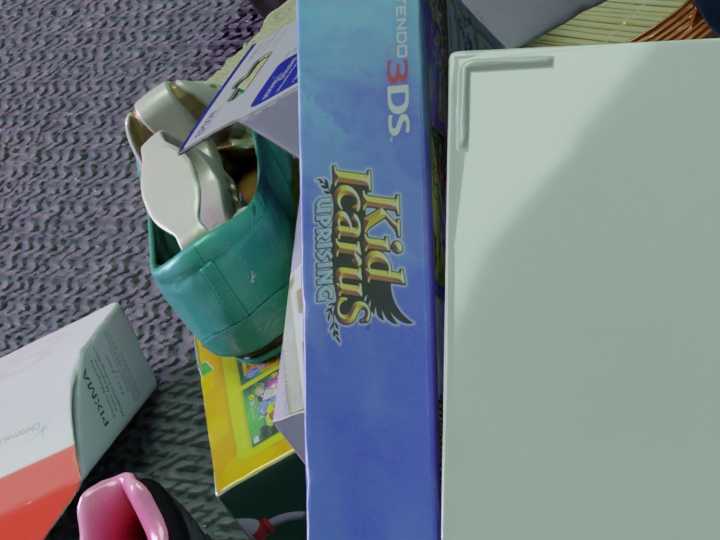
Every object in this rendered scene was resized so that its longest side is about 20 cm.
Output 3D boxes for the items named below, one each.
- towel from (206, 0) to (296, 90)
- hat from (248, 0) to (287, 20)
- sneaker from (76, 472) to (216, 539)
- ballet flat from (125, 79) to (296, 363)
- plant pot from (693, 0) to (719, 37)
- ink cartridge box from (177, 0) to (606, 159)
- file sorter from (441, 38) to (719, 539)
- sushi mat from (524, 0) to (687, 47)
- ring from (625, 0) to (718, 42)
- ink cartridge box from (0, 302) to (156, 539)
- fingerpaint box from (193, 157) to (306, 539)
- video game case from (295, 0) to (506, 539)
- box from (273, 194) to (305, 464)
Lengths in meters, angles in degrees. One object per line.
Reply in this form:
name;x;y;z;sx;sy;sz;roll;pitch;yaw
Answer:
towel;-0.008;-0.092;1.298;0.200;0.036;0.149;-40;28;22
hat;-0.019;-0.171;1.406;0.200;0.081;0.201;-26;-15;-7
sneaker;-0.097;0.156;1.010;0.079;0.096;0.201;-14;37;28
ballet flat;-0.062;-0.039;1.133;0.067;0.071;0.200;-31;30;7
plant pot;0.203;-0.167;1.089;0.200;0.200;0.162;-4;66;41
ink cartridge box;0.026;-0.096;1.059;0.199;0.037;0.095;-25;20;31
file sorter;0.102;0.047;0.850;0.138;0.125;0.201;-2;67;10
sushi mat;0.152;-0.115;1.237;0.199;0.012;0.096;12;53;51
ring;0.110;-0.137;1.279;0.199;0.019;0.201;-25;30;15
ink cartridge box;-0.182;0.090;1.171;0.162;0.057;0.200;-25;6;15
fingerpaint box;0.021;0.017;1.115;0.166;0.074;0.200;-30;31;9
video game case;0.025;0.016;0.920;0.045;0.181;0.202;-4;78;15
box;0.000;0.000;1.046;0.038;0.042;0.201;-22;33;19
